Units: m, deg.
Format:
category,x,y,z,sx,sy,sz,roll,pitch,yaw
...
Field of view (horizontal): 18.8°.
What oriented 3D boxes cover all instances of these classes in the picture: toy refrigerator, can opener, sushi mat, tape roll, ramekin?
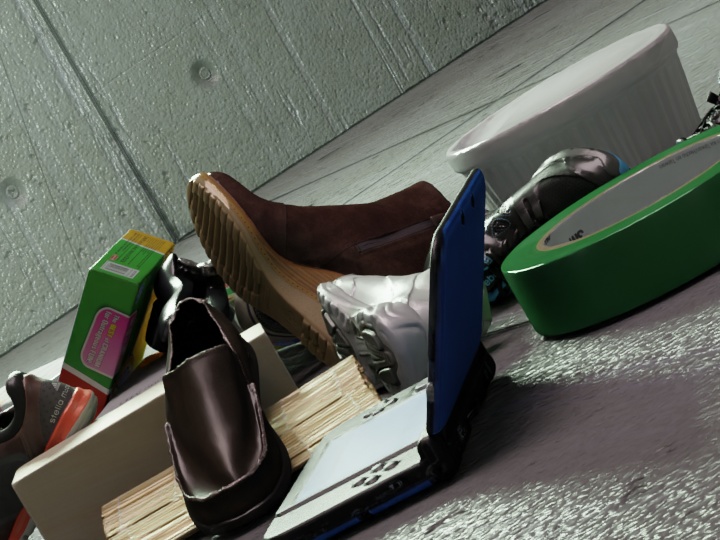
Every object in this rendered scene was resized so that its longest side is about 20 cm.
category,x,y,z,sx,sy,sz,roll,pitch,yaw
toy refrigerator,-0.134,0.121,1.494,0.199,0.076,0.070,-32,7,-3
can opener,-0.122,0.033,1.614,0.063,0.079,0.200,10,6,-9
sushi mat,-0.076,0.124,1.389,0.199,0.012,0.096,-31,26,-1
tape roll,0.184,-0.030,1.338,0.200,0.048,0.200,-31,7,4
ramekin,0.173,-0.102,1.692,0.201,0.095,0.202,-30,8,4

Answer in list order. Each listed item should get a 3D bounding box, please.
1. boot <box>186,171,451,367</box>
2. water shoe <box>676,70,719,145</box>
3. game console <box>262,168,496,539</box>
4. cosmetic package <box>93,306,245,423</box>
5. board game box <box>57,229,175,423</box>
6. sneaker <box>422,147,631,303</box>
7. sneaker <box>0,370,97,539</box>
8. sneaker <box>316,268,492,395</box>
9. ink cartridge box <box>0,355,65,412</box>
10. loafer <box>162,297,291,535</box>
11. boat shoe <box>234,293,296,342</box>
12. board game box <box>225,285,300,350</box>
category,x,y,z,sx,sy,sz,roll,pitch,yaw
boot,-0.016,-0.026,1.627,0.166,0.200,0.073,-31,-24,-32
water shoe,0.263,-0.117,1.481,0.199,0.079,0.071,-33,7,-18
game console,0.012,0.048,1.217,0.170,0.119,0.200,-28,7,15
cosmetic package,-0.127,0.096,1.655,0.101,0.072,0.200,-29,8,9
board game box,-0.202,0.081,1.691,0.153,0.040,0.201,-65,-8,-76
sneaker,0.117,-0.017,1.507,0.200,0.073,0.082,-32,20,45
sneaker,-0.262,0.146,1.580,0.201,0.081,0.077,-58,9,27
sneaker,0.036,0.034,1.461,0.099,0.078,0.200,-25,15,-14
ink cartridge box,-0.316,0.140,2.156,0.199,0.068,0.115,-23,10,45
loafer,-0.098,0.088,1.364,0.073,0.072,0.200,-28,34,3
boat shoe,0.000,0.000,1.707,0.199,0.075,0.092,-22,3,-37
board game box,-0.092,0.034,1.822,0.134,0.029,0.200,11,-19,-32
